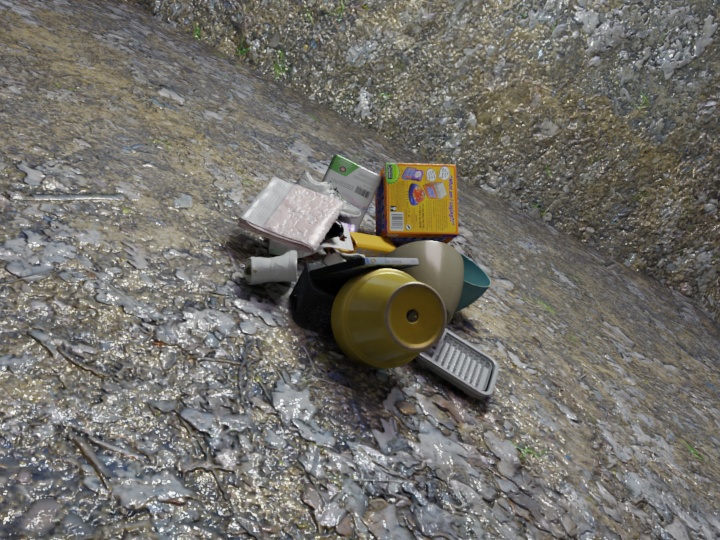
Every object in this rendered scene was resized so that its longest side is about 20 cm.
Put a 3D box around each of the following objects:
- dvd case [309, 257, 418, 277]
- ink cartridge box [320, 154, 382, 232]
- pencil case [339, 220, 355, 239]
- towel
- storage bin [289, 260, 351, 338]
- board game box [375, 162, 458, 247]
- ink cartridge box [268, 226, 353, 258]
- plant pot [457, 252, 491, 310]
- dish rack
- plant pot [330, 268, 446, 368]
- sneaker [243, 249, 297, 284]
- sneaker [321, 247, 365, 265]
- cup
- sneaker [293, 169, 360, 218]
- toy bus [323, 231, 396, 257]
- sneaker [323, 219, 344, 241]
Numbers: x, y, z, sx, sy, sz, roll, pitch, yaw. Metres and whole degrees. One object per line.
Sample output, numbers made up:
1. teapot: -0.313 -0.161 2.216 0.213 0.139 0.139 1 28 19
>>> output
1. dvd case: 0.009 -0.005 1.492 0.200 0.142 0.018 -1 80 -53
2. ink cartridge box: -0.049 -0.202 2.001 0.145 0.200 0.084 25 4 -11
3. pencil case: -0.107 -0.125 1.918 0.200 0.084 0.086 25 51 -14
4. towel: -0.156 -0.131 1.648 0.191 0.032 0.200 21 42 7
5. storage bin: -0.040 0.074 1.532 0.200 0.094 0.135 20 22 -20
6. board game box: 0.153 -0.178 2.035 0.199 0.201 0.200 1 -10 -8
7. ink cartridge box: -0.125 -0.078 1.777 0.199 0.050 0.161 11 24 -11
8. plant pot: 0.225 0.037 1.904 0.200 0.135 0.200 26 21 -11
9. dish rack: 0.209 0.205 1.608 0.200 0.044 0.172 31 26 5
10. plant pot: 0.066 0.090 1.384 0.200 0.201 0.189 22 -13 -18
11. sneaker: -0.193 -0.008 1.546 0.115 0.074 0.200 -1 0 -5
12. sneaker: 0.000 0.000 1.788 0.200 0.071 0.073 18 23 -28
13. cup: 0.144 0.052 1.607 0.200 0.200 0.144 18 45 -28
14. sneaker: -0.081 -0.199 1.911 0.200 0.082 0.075 25 -2 -20
15. toy bus: 0.000 -0.052 1.888 0.200 0.078 0.065 7 38 -46
16. sneaker: -0.123 -0.106 1.697 0.200 0.067 0.090 -1 22 -33
